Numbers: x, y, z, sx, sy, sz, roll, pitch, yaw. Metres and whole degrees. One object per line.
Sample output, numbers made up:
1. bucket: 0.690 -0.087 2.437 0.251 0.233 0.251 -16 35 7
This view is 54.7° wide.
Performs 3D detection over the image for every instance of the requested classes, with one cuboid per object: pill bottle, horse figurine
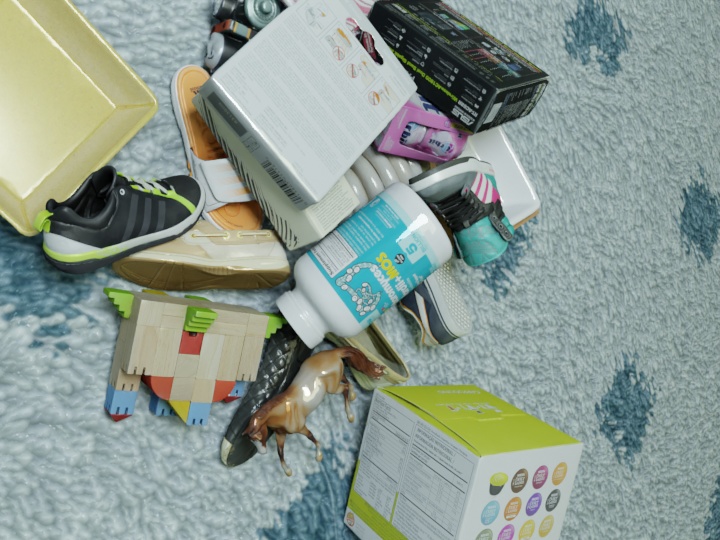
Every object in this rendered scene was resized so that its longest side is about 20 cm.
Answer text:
1. pill bottle: 0.000 0.000 0.799 0.199 0.111 0.111 -39 113 -2
2. horse figurine: -0.055 0.157 0.837 0.200 0.049 0.134 -44 132 -27

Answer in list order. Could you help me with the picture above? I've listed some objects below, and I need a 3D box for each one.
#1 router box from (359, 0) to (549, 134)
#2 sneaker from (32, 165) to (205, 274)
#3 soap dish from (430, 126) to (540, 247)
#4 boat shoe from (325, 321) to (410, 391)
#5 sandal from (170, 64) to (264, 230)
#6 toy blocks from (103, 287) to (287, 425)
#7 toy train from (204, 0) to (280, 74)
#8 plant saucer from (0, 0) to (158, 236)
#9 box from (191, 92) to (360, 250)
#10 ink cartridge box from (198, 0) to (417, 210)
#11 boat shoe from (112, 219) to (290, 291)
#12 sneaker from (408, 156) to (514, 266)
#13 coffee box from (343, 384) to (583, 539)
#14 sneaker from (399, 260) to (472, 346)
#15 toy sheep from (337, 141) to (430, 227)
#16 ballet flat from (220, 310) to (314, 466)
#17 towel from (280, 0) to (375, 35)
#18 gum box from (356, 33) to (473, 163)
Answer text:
1. router box: 0.116 -0.259 0.861 0.200 0.063 0.149 42 40 19
2. sneaker: -0.232 -0.068 0.703 0.200 0.071 0.084 -39 145 -46
3. soap dish: 0.157 -0.137 1.008 0.156 0.081 0.202 -29 90 -35
4. boat shoe: -0.005 0.072 0.899 0.202 0.062 0.073 60 36 -21
5. sandal: -0.161 -0.135 0.800 0.079 0.059 0.210 -27 105 -34
6. toy blocks: -0.189 0.103 0.761 0.198 0.099 0.139 10 94 -37
7. toy train: -0.094 -0.257 0.847 0.198 0.085 0.116 16 88 -36
8. plant saucer: -0.332 -0.170 0.676 0.200 0.048 0.201 48 62 -25
9. box: -0.091 -0.130 0.773 0.082 0.068 0.202 -42 106 -38
10. ink cartridge box: -0.048 -0.191 0.736 0.160 0.047 0.201 48 61 -18
11. boat shoe: -0.177 -0.021 0.784 0.197 0.074 0.070 4 63 -30
12. sneaker: 0.128 -0.066 0.850 0.199 0.083 0.123 -10 81 -59
13. coffee box: 0.128 0.274 0.895 0.197 0.199 0.201 6 101 -38
14. sneaker: 0.088 0.009 0.984 0.078 0.079 0.203 9 58 -44
15. toy sheep: 0.011 -0.102 0.892 0.198 0.137 0.140 -31 107 -27
16. ballet flat: -0.114 0.141 0.844 0.202 0.056 0.067 -62 149 -16
17. towel: -0.045 -0.353 0.852 0.146 0.030 0.201 46 38 -8
18. gum box: 0.058 -0.218 0.886 0.112 0.067 0.202 7 41 -27
